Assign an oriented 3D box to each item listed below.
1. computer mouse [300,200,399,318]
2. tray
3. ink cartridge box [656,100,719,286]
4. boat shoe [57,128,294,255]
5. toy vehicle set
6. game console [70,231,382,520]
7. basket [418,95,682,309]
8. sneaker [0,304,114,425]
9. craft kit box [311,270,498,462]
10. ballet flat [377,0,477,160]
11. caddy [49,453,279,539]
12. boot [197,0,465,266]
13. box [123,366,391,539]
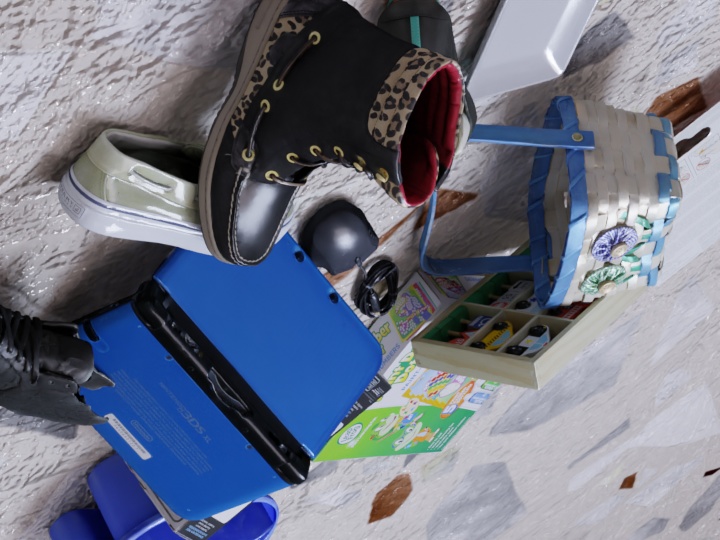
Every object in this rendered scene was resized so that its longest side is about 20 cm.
[{"bbox_3d":[0.000,0.000,1.757,0.059,0.034,0.200,-39,154,-1],"label":"computer mouse"},{"bbox_3d":[0.139,-0.210,1.613,0.107,0.022,0.200,-17,146,-35],"label":"tray"},{"bbox_3d":[0.294,-0.086,1.990,0.162,0.050,0.200,-38,145,1],"label":"ink cartridge box"},{"bbox_3d":[-0.112,-0.054,1.492,0.200,0.072,0.062,1,136,-48],"label":"boat shoe"},{"bbox_3d":[0.148,0.030,1.835,0.200,0.124,0.027,-39,126,-42],"label":"toy vehicle set"},{"bbox_3d":[-0.110,0.063,1.623,0.170,0.119,0.200,-23,121,28],"label":"game console"},{"bbox_3d":[0.150,-0.056,1.761,0.199,0.140,0.177,2,145,-2],"label":"basket"},{"bbox_3d":[-0.227,0.051,1.481,0.104,0.060,0.200,0,152,0],"label":"sneaker"},{"bbox_3d":[0.061,0.085,1.959,0.197,0.049,0.200,4,131,-50],"label":"craft kit box"},{"bbox_3d":[0.045,-0.119,1.582,0.068,0.069,0.200,-9,151,8],"label":"ballet flat"},{"bbox_3d":[-0.157,0.220,1.825,0.200,0.105,0.142,-1,136,-51],"label":"caddy"},{"bbox_3d":[-0.020,-0.076,1.426,0.073,0.150,0.201,2,111,-53],"label":"boot"},{"bbox_3d":[-0.090,0.105,1.720,0.200,0.117,0.060,-40,157,0],"label":"box"}]
